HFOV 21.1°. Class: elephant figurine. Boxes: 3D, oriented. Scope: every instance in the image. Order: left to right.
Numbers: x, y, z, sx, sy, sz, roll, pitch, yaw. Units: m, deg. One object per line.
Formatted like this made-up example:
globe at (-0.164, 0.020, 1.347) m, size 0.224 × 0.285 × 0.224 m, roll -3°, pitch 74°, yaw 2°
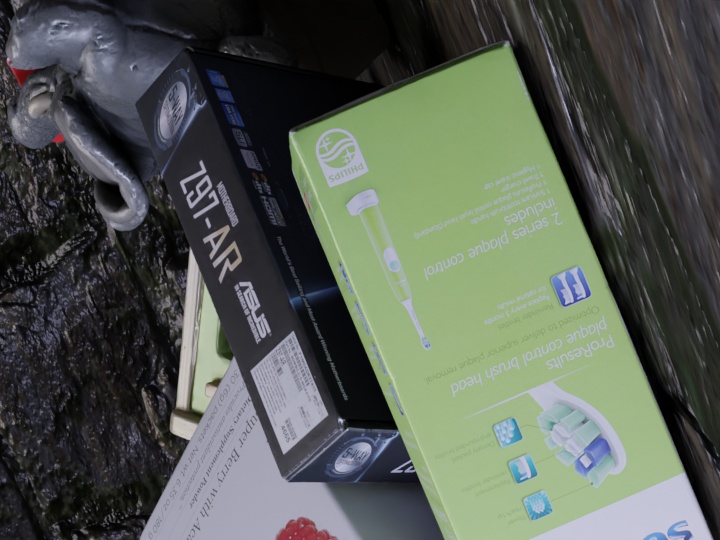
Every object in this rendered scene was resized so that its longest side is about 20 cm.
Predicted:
elephant figurine at (-0.117, -0.092, 1.026) m, size 0.201 × 0.140 × 0.156 m, roll 99°, pitch 164°, yaw -52°

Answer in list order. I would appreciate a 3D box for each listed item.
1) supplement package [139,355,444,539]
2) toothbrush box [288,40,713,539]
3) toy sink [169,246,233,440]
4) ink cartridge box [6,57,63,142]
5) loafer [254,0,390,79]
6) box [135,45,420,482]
supplement package at (0.007, 0.146, 0.869) m, size 0.200 × 0.119 × 0.122 m, roll 52°, pitch 123°, yaw 42°
toothbrush box at (0.048, 0.032, 0.712) m, size 0.146 × 0.086 × 0.201 m, roll 108°, pitch 141°, yaw -87°
toy sink at (-0.048, 0.076, 1.328) m, size 0.130 × 0.112 × 0.201 m, roll 17°, pitch 107°, yaw 37°
ink cartridge box at (-0.118, -0.163, 1.177) m, size 0.116 × 0.199 × 0.068 m, roll 75°, pitch 172°, yaw -65°
loafer at (-0.042, -0.160, 1.051) m, size 0.076 × 0.068 × 0.201 m, roll 90°, pitch 158°, yaw -48°
box at (0.000, 0.000, 0.870) m, size 0.160 × 0.044 × 0.201 m, roll 7°, pitch -130°, yaw -45°
